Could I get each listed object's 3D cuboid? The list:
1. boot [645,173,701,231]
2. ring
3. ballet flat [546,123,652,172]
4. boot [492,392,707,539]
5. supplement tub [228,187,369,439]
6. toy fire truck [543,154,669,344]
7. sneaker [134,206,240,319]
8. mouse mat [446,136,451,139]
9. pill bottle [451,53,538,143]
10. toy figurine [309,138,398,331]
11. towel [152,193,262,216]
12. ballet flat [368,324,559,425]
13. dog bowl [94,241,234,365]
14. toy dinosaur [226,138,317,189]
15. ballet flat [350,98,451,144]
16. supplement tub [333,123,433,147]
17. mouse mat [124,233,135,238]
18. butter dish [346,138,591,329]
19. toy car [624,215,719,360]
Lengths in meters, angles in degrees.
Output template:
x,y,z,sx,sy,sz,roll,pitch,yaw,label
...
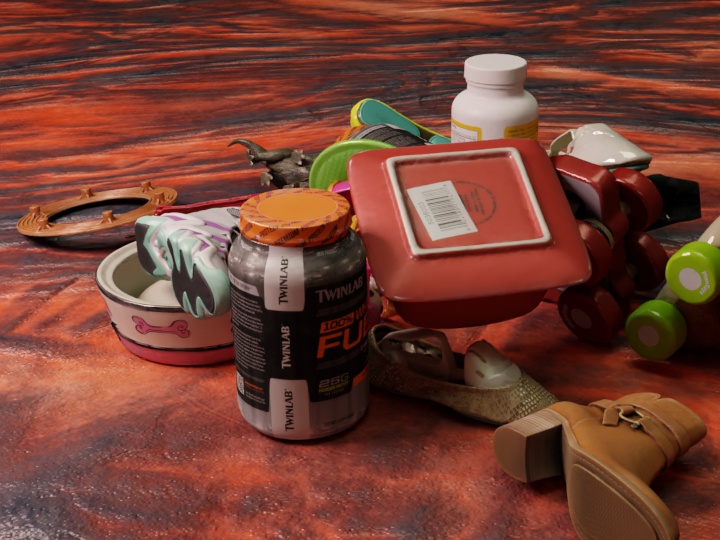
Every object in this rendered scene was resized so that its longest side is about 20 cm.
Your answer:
x,y,z,sx,sy,sz,roll,pitch,yaw,label
0.244,-0.052,1.425,0.164,0.066,0.200,-12,-1,-24,boot
-0.325,-0.080,1.640,0.200,0.019,0.200,-9,16,3,ring
0.233,-0.119,1.391,0.069,0.070,0.200,-11,-3,-20,ballet flat
0.222,0.158,1.065,0.155,0.077,0.200,-11,18,-29,boot
-0.054,0.037,1.176,0.122,0.201,0.123,-2,24,1,supplement tub
0.207,-0.032,1.336,0.168,0.200,0.112,23,55,38,toy fire truck
-0.124,-0.021,1.282,0.139,0.078,0.200,-14,27,-24,sneaker
0.163,-0.146,1.799,0.199,0.008,0.161,10,26,26,mouse mat
0.160,-0.152,1.591,0.104,0.201,0.104,-1,24,0,pill bottle
0.000,0.000,1.353,0.150,0.200,0.184,-11,36,34,toy figurine
-0.177,-0.062,1.529,0.144,0.023,0.200,-7,-1,-15,towel
0.086,0.091,1.213,0.199,0.066,0.071,10,29,25,ballet flat
-0.167,0.028,1.362,0.199,0.074,0.200,-1,23,1,dog bowl
-0.087,-0.132,1.741,0.199,0.077,0.102,5,3,32,toy dinosaur
0.072,-0.151,1.714,0.200,0.067,0.067,32,65,-5,ballet flat
0.048,-0.102,1.582,0.122,0.123,0.200,-14,27,-26,supplement tub
-0.142,-0.048,1.484,0.199,0.008,0.161,-3,-4,-39,mouse mat
0.092,-0.014,1.247,0.199,0.148,0.200,-5,47,-10,butter dish
0.386,0.050,1.259,0.200,0.158,0.164,42,44,17,toy car
